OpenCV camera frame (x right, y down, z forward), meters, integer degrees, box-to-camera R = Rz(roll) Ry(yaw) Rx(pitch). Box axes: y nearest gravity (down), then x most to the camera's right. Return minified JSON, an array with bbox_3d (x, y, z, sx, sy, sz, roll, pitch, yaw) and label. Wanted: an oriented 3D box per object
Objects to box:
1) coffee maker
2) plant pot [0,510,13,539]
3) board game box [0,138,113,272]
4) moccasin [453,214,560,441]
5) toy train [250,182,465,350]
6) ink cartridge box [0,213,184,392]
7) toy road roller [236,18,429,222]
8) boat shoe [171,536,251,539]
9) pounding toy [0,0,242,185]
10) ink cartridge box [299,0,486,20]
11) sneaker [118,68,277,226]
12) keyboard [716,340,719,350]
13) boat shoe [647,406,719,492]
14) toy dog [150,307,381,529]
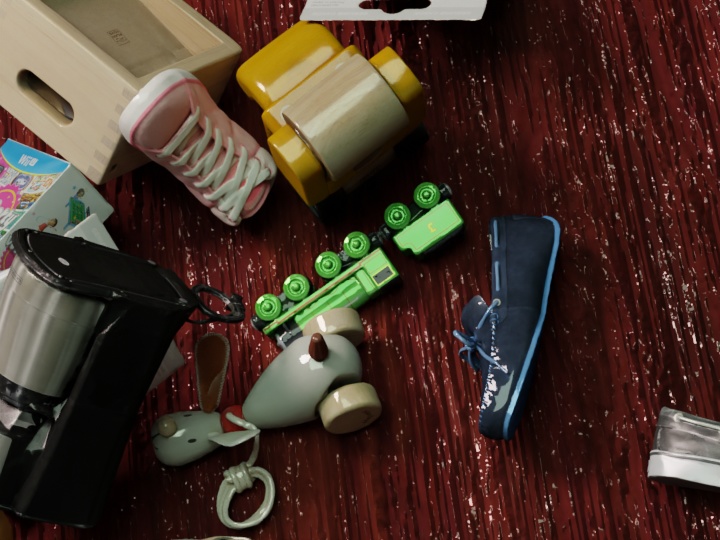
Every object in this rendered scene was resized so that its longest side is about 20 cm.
[{"bbox_3d":[-0.212,0.093,1.659,0.191,0.135,0.201,21,105,-9],"label":"coffee maker"},{"bbox_3d":[-0.374,0.246,1.676,0.199,0.201,0.184,21,55,24],"label":"plant pot"},{"bbox_3d":[-0.320,-0.010,1.814,0.200,0.064,0.147,-49,30,-13],"label":"board game box"},{"bbox_3d":[0.111,0.045,1.697,0.068,0.081,0.201,11,54,5],"label":"moccasin"},{"bbox_3d":[0.000,0.000,1.766,0.200,0.042,0.057,-36,79,2],"label":"toy train"},{"bbox_3d":[-0.265,0.069,1.749,0.200,0.161,0.047,-37,26,-17],"label":"ink cartridge box"},{"bbox_3d":[-0.034,-0.140,1.760,0.123,0.200,0.146,-38,82,-5],"label":"toy road roller"},{"bbox_3d":[-0.114,0.236,1.663,0.199,0.068,0.075,-4,63,14],"label":"boat shoe"},{"bbox_3d":[-0.234,-0.179,1.849,0.200,0.143,0.184,38,33,14],"label":"pounding toy"},{"bbox_3d":[0.048,-0.255,1.840,0.162,0.057,0.201,1,45,16],"label":"ink cartridge box"},{"bbox_3d":[-0.124,-0.098,1.768,0.105,0.200,0.075,42,90,16],"label":"sneaker"},{"bbox_3d":[0.339,0.025,1.639,0.126,0.021,0.201,3,47,9],"label":"keyboard"},{"bbox_3d":[0.314,0.137,1.588,0.198,0.074,0.068,6,80,29],"label":"boat shoe"},{"bbox_3d":[-0.077,0.098,1.702,0.200,0.096,0.132,-41,59,-3],"label":"toy dog"}]
